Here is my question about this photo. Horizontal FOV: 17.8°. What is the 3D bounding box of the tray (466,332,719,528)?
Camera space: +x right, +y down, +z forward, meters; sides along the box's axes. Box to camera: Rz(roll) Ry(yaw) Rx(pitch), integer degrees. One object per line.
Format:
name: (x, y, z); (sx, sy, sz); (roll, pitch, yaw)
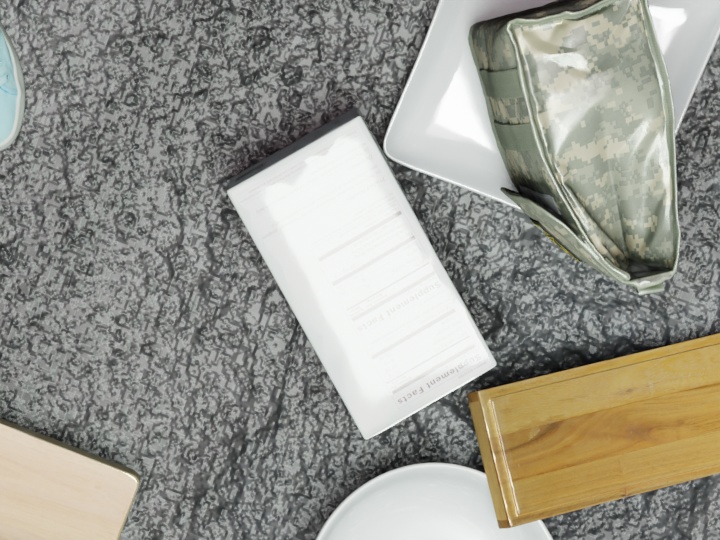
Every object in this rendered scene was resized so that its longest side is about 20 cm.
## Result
tray: (0.185, 0.114, 1.658); (0.198, 0.037, 0.100); (-13, 86, -13)

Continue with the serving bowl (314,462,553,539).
serving bowl: (0.048, 0.242, 1.664); (0.198, 0.066, 0.202); (2, 82, -12)

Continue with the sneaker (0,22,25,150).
sneaker: (-0.291, -0.178, 1.626); (0.073, 0.082, 0.202); (-16, 97, 3)

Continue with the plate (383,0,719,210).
plate: (0.140, -0.141, 1.658); (0.198, 0.032, 0.202); (21, 97, -4)

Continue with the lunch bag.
lunch bag: (0.153, -0.084, 1.568); (0.117, 0.164, 0.202); (-16, 98, -4)

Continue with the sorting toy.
sorting toy: (-0.284, 0.201, 1.683); (0.198, 0.070, 0.200); (21, 97, -3)

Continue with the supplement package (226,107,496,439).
supplement package: (0.000, 0.000, 1.635); (0.109, 0.114, 0.201); (-29, 96, 2)

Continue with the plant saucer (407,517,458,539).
plant saucer: (0.109, 0.256, 1.719); (0.199, 0.019, 0.070); (27, 96, -4)
